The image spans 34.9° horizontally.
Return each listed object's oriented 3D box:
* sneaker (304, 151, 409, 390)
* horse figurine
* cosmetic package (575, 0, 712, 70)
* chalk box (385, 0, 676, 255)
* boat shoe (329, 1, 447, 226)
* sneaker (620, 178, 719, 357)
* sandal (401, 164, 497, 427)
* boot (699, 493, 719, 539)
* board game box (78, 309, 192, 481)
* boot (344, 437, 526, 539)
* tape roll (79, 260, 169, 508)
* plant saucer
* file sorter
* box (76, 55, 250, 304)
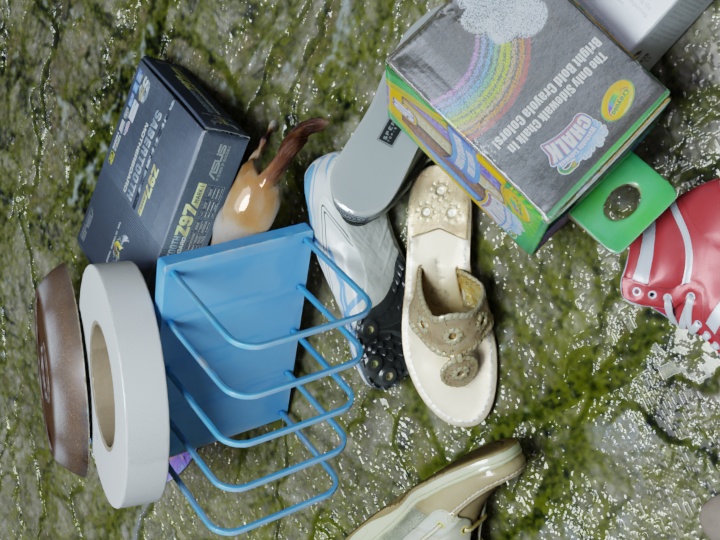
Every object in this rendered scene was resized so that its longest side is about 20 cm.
[{"bbox_3d":[0.000,0.000,0.961,0.072,0.071,0.203,-5,99,63],"label":"sneaker"},{"bbox_3d":[-0.095,-0.044,0.968,0.049,0.133,0.201,27,120,-8],"label":"horse figurine"},{"bbox_3d":[0.222,-0.244,0.787,0.200,0.074,0.102,-47,71,24],"label":"cosmetic package"},{"bbox_3d":[0.127,-0.100,0.800,0.124,0.124,0.200,-43,82,-4],"label":"chalk box"},{"bbox_3d":[0.040,-0.125,0.903,0.070,0.064,0.201,35,84,7],"label":"boat shoe"},{"bbox_3d":[0.250,0.041,0.799,0.111,0.071,0.203,-20,77,28],"label":"sneaker"},{"bbox_3d":[0.065,0.023,0.901,0.076,0.070,0.215,-4,92,8],"label":"sandal"},{"bbox_3d":[0.302,0.187,0.738,0.198,0.146,0.071,-3,95,32],"label":"boot"},{"bbox_3d":[-0.242,0.120,1.130,0.157,0.039,0.202,-36,76,29],"label":"board game box"},{"bbox_3d":[0.089,0.238,0.919,0.200,0.072,0.156,-42,72,35],"label":"boot"},{"bbox_3d":[-0.198,0.094,0.946,0.202,0.037,0.206,173,90,-68],"label":"tape roll"},{"bbox_3d":[-0.282,0.094,1.072,0.200,0.032,0.203,175,90,-70],"label":"plant saucer"},{"bbox_3d":[-0.080,0.089,0.923,0.123,0.138,0.202,41,134,39],"label":"file sorter"},{"bbox_3d":[-0.185,-0.070,1.038,0.158,0.051,0.202,46,120,44],"label":"box"}]
